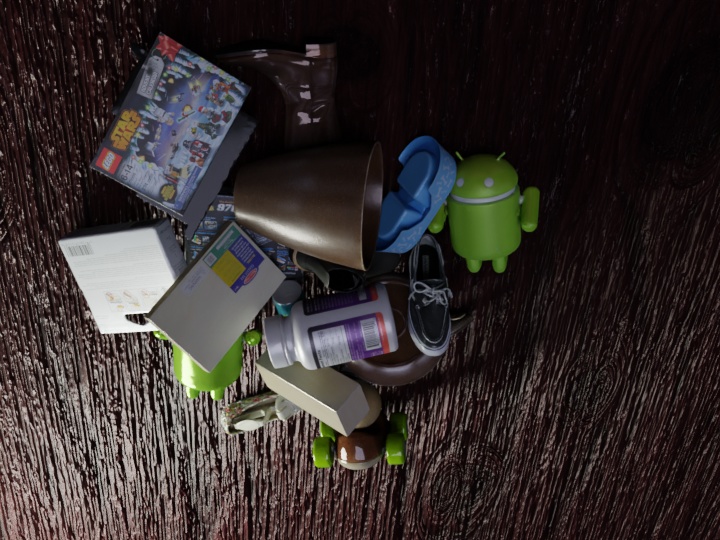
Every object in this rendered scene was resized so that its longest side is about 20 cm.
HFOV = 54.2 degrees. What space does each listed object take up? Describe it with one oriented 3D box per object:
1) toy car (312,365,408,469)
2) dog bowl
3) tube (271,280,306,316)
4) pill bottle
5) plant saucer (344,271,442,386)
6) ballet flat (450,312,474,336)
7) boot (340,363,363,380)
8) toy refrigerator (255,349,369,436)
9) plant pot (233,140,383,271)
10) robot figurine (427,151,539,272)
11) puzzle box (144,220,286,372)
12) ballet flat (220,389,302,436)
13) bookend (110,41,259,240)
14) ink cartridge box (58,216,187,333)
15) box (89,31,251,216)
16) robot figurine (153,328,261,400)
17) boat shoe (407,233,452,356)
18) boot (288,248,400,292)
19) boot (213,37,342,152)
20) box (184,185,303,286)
[{"bbox_3d":[-0.005,0.242,1.282,0.163,0.158,0.201,-5,106,8],"label":"toy car"},{"bbox_3d":[0.080,-0.114,1.119,0.049,0.112,0.201,18,113,-34],"label":"dog bowl"},{"bbox_3d":[-0.103,0.096,1.224,0.077,0.051,0.201,-11,141,5],"label":"tube"},{"bbox_3d":[-0.047,0.094,1.116,0.198,0.112,0.112,-12,118,-1],"label":"pill bottle"},{"bbox_3d":[0.050,0.092,1.186,0.199,0.202,0.032,-11,158,-1],"label":"plant saucer"},{"bbox_3d":[0.110,0.118,1.275,0.199,0.067,0.047,-26,87,11],"label":"ballet flat"},{"bbox_3d":[0.061,0.125,1.222,0.198,0.133,0.070,-10,153,6],"label":"boot"},{"bbox_3d":[-0.082,0.196,1.209,0.070,0.199,0.076,-45,138,-26],"label":"toy refrigerator"},{"bbox_3d":[-0.078,-0.102,1.037,0.198,0.187,0.188,6,118,9],"label":"plant pot"},{"bbox_3d":[0.199,-0.097,1.135,0.174,0.116,0.201,1,120,19],"label":"robot figurine"},{"bbox_3d":[-0.219,0.039,1.092,0.133,0.025,0.200,49,66,-27],"label":"puzzle box"},{"bbox_3d":[-0.167,0.261,1.310,0.199,0.064,0.076,-22,117,4],"label":"ballet flat"},{"bbox_3d":[-0.282,-0.183,1.015,0.198,0.092,0.201,29,93,-18],"label":"bookend"},{"bbox_3d":[-0.362,0.012,1.118,0.199,0.044,0.175,-5,116,25],"label":"ink cartridge box"},{"bbox_3d":[-0.254,-0.195,0.950,0.136,0.040,0.201,28,94,-17],"label":"box"},{"bbox_3d":[-0.256,0.119,1.185,0.174,0.116,0.201,5,119,-3],"label":"robot figurine"},{"bbox_3d":[0.115,0.036,1.150,0.073,0.201,0.068,3,155,0],"label":"boat shoe"},{"bbox_3d":[0.000,0.000,1.128,0.199,0.138,0.078,-2,112,-28],"label":"boot"},{"bbox_3d":[-0.118,-0.241,1.060,0.185,0.064,0.201,-3,122,-3],"label":"boot"},{"bbox_3d":[-0.187,-0.054,1.152,0.198,0.046,0.160,3,117,-8],"label":"box"}]
